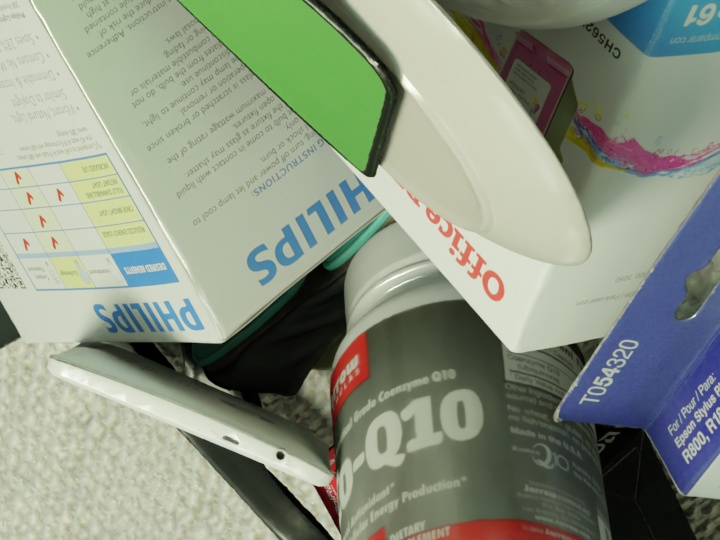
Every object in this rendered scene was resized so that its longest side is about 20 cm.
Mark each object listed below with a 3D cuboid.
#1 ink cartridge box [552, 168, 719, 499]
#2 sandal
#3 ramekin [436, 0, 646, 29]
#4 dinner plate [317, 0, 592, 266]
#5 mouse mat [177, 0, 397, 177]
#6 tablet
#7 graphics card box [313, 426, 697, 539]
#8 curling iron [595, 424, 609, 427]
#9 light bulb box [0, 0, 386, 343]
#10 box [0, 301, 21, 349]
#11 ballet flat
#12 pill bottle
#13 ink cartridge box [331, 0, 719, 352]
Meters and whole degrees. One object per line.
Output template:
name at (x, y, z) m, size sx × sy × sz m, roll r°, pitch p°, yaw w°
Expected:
ink cartridge box at (0.205, 0.025, 1.172) m, size 0.199 × 0.043 × 0.197 m, roll 5°, pitch 140°, yaw -23°
sandal at (-0.068, 0.066, 1.463) m, size 0.200 × 0.048 × 0.075 m, roll 47°, pitch 179°, yaw 16°
ramekin at (0.049, -0.194, 1.064) m, size 0.199 × 0.105 × 0.202 m, roll -7°, pitch 78°, yaw 37°
dinner plate at (0.009, -0.071, 1.094) m, size 0.200 × 0.024 × 0.200 m, roll 46°, pitch 169°, yaw 11°
mouse mat at (-0.062, -0.118, 1.105) m, size 0.200 × 0.008 × 0.161 m, roll 45°, pitch 170°, yaw 5°
tablet at (-0.072, 0.061, 1.324) m, size 0.129 × 0.200 × 0.014 m, roll 23°, pitch 91°, yaw -1°
graphics card box at (0.075, 0.134, 1.390) m, size 0.199 × 0.051 × 0.126 m, roll -2°, pitch 121°, yaw 52°
curling iron at (0.132, 0.129, 1.389) m, size 0.049 × 0.026 × 0.200 m, roll -23°, pitch 106°, yaw 49°
light bulb box at (-0.112, -0.083, 1.308) m, size 0.198 × 0.125 × 0.201 m, roll -2°, pitch 121°, yaw 58°
box at (-0.231, -0.050, 1.437) m, size 0.141 × 0.079 × 0.200 m, roll -27°, pitch 114°, yaw 28°
ballet flat at (0.000, 0.000, 1.372) m, size 0.073 × 0.073 × 0.200 m, roll 46°, pitch 129°, yaw -2°
pill bottle at (0.045, 0.078, 1.259) m, size 0.113 × 0.201 × 0.114 m, roll -3°, pitch 138°, yaw -3°
ink cartridge box at (0.081, -0.089, 1.181) m, size 0.145 × 0.084 × 0.201 m, roll 49°, pitch 135°, yaw 32°
